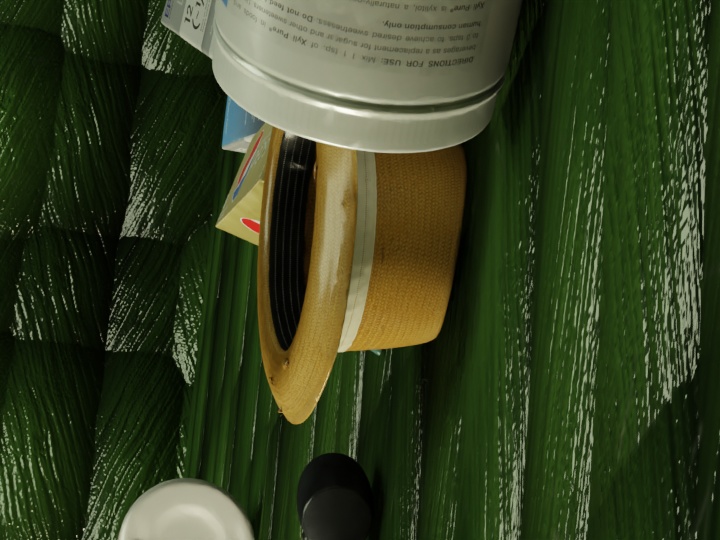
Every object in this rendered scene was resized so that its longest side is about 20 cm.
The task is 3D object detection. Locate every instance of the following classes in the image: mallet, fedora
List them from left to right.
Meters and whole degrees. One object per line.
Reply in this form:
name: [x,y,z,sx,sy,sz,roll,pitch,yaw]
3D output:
mallet: [-0.053,0.190,1.375,0.201,0.041,0.066,-59,9,2]
fedora: [0.003,-0.021,1.216,0.201,0.081,0.202,-174,90,-79]

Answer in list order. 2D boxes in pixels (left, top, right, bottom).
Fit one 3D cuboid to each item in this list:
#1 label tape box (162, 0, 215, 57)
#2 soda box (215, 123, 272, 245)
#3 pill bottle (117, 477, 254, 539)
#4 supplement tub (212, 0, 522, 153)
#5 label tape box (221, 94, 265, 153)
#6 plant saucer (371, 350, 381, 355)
label tape box: [-0.070,-0.208,1.614,0.200,0.066,0.144,36,112,60]
soda box: [-0.036,-0.057,1.580,0.200,0.064,0.068,146,147,-78]
pill bottle: [-0.153,0.248,2.176,0.200,0.113,0.115,119,158,-72]
supplement tub: [0.013,-0.165,1.074,0.132,0.131,0.201,-94,14,-61]
label tape box: [-0.025,-0.155,1.681,0.200,0.066,0.144,170,108,-67]
plant saucer: [0.000,0.000,1.516,0.200,0.019,0.070,-123,41,-82]
